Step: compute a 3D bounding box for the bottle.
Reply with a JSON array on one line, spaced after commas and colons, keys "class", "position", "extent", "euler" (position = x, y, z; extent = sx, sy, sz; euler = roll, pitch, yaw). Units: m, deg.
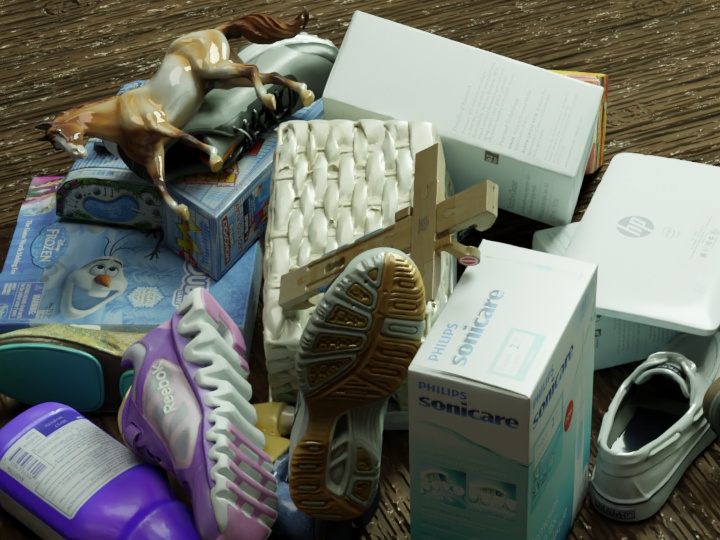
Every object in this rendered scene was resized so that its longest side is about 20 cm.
[{"class": "bottle", "position": [-0.168, 0.163, 1.522], "extent": [0.199, 0.066, 0.083], "euler": [29, 52, 35]}]

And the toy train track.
[{"class": "toy train track", "position": [0.023, -0.011, 1.483], "extent": [0.199, 0.032, 0.116], "euler": [-24, 52, 42]}]

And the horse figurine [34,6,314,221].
[{"class": "horse figurine", "position": [-0.122, -0.125, 1.653], "extent": [0.132, 0.050, 0.200], "euler": [35, 72, 31]}]

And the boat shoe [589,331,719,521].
[{"class": "boat shoe", "position": [0.218, 0.092, 1.589], "extent": [0.073, 0.066, 0.200], "euler": [12, 39, 19]}]

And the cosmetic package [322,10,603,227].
[{"class": "cosmetic package", "position": [0.075, -0.112, 1.695], "extent": [0.199, 0.113, 0.082], "euler": [16, 72, 8]}]

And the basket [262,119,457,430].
[{"class": "basket", "position": [0.000, 0.000, 1.623], "extent": [0.134, 0.124, 0.201], "euler": [0, 63, 5]}]

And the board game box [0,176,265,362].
[{"class": "board game box", "position": [-0.176, -0.003, 1.763], "extent": [0.197, 0.044, 0.201], "euler": [1, 36, 3]}]

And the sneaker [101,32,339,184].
[{"class": "sneaker", "position": [-0.095, -0.117, 1.726], "extent": [0.199, 0.074, 0.079], "euler": [-25, 52, -20]}]

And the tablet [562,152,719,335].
[{"class": "tablet", "position": [0.223, -0.024, 1.671], "extent": [0.129, 0.014, 0.200], "euler": [11, 38, 18]}]

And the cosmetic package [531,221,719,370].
[{"class": "cosmetic package", "position": [0.237, 0.004, 1.704], "extent": [0.198, 0.074, 0.102], "euler": [-10, 37, -13]}]

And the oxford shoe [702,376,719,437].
[{"class": "oxford shoe", "position": [0.299, 0.069, 1.618], "extent": [0.084, 0.073, 0.199], "euler": [26, 33, 36]}]

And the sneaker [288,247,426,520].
[{"class": "sneaker", "position": [-0.010, 0.059, 1.442], "extent": [0.075, 0.201, 0.088], "euler": [11, 31, -9]}]

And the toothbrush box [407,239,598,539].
[{"class": "toothbrush box", "position": [0.093, 0.106, 1.468], "extent": [0.085, 0.201, 0.147], "euler": [12, 38, 19]}]

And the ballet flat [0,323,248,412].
[{"class": "ballet flat", "position": [-0.179, 0.069, 1.651], "extent": [0.198, 0.071, 0.071], "euler": [6, 37, 3]}]

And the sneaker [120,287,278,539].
[{"class": "sneaker", "position": [-0.114, 0.110, 1.501], "extent": [0.088, 0.081, 0.201], "euler": [-24, 50, 11]}]

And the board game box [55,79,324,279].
[{"class": "board game box", "position": [-0.133, -0.080, 1.778], "extent": [0.198, 0.062, 0.200], "euler": [8, 36, 11]}]

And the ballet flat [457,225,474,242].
[{"class": "ballet flat", "position": [0.038, -0.037, 1.768], "extent": [0.067, 0.076, 0.200], "euler": [22, 43, 27]}]

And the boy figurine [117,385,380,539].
[{"class": "boy figurine", "position": [-0.081, 0.129, 1.564], "extent": [0.199, 0.065, 0.124], "euler": [24, 50, 28]}]

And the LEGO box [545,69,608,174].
[{"class": "LEGO box", "position": [0.098, -0.127, 1.831], "extent": [0.198, 0.078, 0.149], "euler": [5, 7, 10]}]
